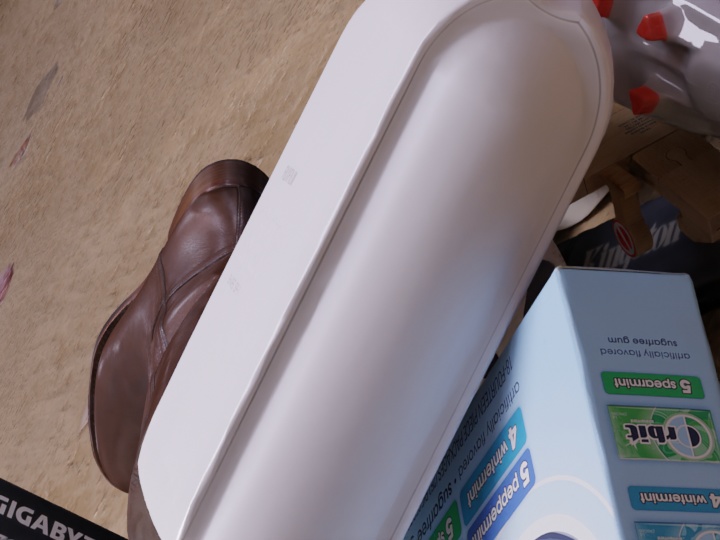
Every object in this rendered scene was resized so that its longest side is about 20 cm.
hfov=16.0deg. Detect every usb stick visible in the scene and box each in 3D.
[{"bbox_3d":[0.104,-0.002,0.908,0.200,0.033,0.056,-26,33,59],"label":"usb stick"}]

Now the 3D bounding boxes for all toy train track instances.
[{"bbox_3d":[0.076,-0.056,0.885,0.115,0.033,0.200,-28,40,-14],"label":"toy train track"}]

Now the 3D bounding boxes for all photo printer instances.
[{"bbox_3d":[0.005,-0.005,0.766,0.200,0.069,0.166,-63,10,3],"label":"photo printer"}]

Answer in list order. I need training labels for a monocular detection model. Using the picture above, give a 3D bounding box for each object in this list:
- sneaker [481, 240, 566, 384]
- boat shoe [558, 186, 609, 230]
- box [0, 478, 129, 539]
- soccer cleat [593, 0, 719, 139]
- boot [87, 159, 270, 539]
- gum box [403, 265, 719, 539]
[{"bbox_3d":[0.000,0.000,0.925,0.129,0.080,0.199,-29,38,2],"label":"sneaker"},{"bbox_3d":[0.105,-0.084,0.980,0.200,0.072,0.069,127,159,-55],"label":"boat shoe"},{"bbox_3d":[-0.139,0.170,1.124,0.200,0.159,0.046,-38,29,52],"label":"box"},{"bbox_3d":[0.146,-0.047,0.770,0.200,0.077,0.069,41,135,43],"label":"soccer cleat"},{"bbox_3d":[-0.079,0.073,1.065,0.200,0.064,0.187,-94,19,-57],"label":"boot"},{"bbox_3d":[0.059,0.129,0.692,0.170,0.044,0.200,119,148,-50],"label":"gum box"}]
